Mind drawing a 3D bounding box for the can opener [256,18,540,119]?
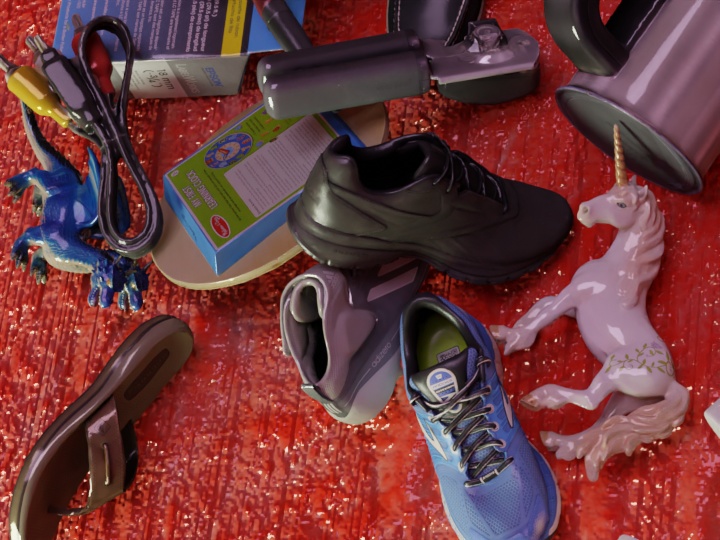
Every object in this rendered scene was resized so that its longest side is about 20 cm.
[{"bbox_3d":[0.030,-0.129,1.644,0.199,0.067,0.053,-11,38,-6],"label":"can opener"}]

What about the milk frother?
[{"bbox_3d":[0.193,-0.178,1.605,0.188,0.180,0.200,-54,13,-9],"label":"milk frother"}]

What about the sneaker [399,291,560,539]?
[{"bbox_3d":[0.065,0.100,1.527,0.078,0.089,0.201,-29,56,10],"label":"sneaker"}]

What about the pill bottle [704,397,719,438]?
[{"bbox_3d":[0.309,0.053,1.425,0.200,0.111,0.111,-40,55,1],"label":"pill bottle"}]

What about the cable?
[{"bbox_3d":[-0.183,-0.104,1.719,0.097,0.050,0.201,-30,76,-6],"label":"cable"}]

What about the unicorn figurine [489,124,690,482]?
[{"bbox_3d":[0.156,0.031,1.542,0.137,0.074,0.201,-28,72,8],"label":"unicorn figurine"}]

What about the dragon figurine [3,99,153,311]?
[{"bbox_3d":[-0.206,-0.051,1.752,0.099,0.059,0.201,-14,62,16],"label":"dragon figurine"}]

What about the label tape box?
[{"bbox_3d":[-0.124,-0.206,1.791,0.199,0.063,0.145,-1,63,16],"label":"label tape box"}]

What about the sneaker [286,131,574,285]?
[{"bbox_3d":[0.055,-0.046,1.563,0.199,0.091,0.076,1,44,-23],"label":"sneaker"}]

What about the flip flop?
[{"bbox_3d":[-0.174,0.121,1.645,0.057,0.081,0.200,34,76,20],"label":"flip flop"}]

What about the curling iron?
[{"bbox_3d":[-0.070,-0.181,1.711,0.050,0.026,0.200,-48,63,10],"label":"curling iron"}]

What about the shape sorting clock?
[{"bbox_3d":[-0.065,-0.062,1.681,0.199,0.039,0.200,-22,35,17],"label":"shape sorting clock"}]

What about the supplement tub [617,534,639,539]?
[{"bbox_3d":[0.141,0.270,1.368,0.145,0.145,0.200,32,80,34],"label":"supplement tub"}]

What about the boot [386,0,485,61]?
[{"bbox_3d":[0.052,-0.256,1.679,0.073,0.154,0.204,8,66,14],"label":"boot"}]

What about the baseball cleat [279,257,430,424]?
[{"bbox_3d":[0.000,0.000,1.600,0.069,0.106,0.201,-11,57,31],"label":"baseball cleat"}]
